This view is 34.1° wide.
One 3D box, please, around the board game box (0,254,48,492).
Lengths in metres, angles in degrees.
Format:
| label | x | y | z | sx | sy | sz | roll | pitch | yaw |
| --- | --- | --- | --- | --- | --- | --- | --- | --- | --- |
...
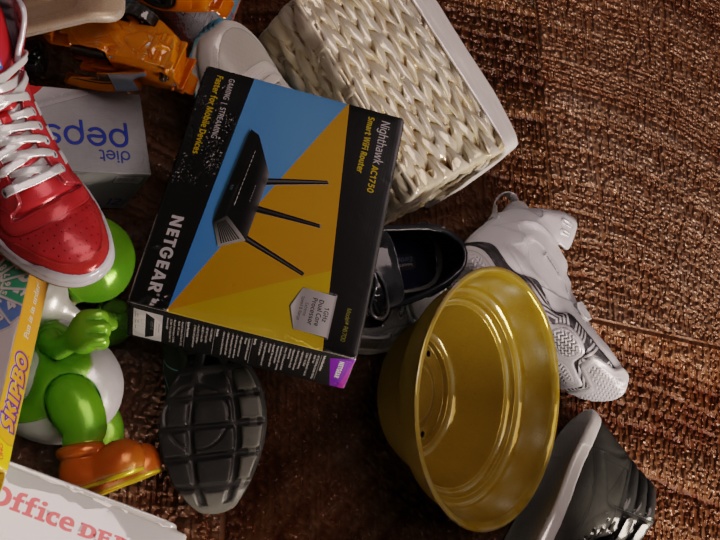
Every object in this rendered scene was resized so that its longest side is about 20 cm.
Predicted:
| label | x | y | z | sx | sy | sz | roll | pitch | yaw |
| --- | --- | --- | --- | --- | --- | --- | --- | --- | --- |
| board game box | -0.246 | 0.049 | 0.725 | 0.030 | 0.095 | 0.201 | 53 | 33 | -54 |

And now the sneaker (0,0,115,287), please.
| label | x | y | z | sx | sy | sz | roll | pitch | yaw |
| --- | --- | --- | --- | --- | --- | --- | --- | --- | --- |
| sneaker | -0.213 | -0.089 | 0.708 | 0.071 | 0.113 | 0.200 | -30 | 72 | -30 |

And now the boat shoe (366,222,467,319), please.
| label | x | y | z | sx | sy | sz | roll | pitch | yaw |
| --- | --- | --- | --- | --- | --- | --- | --- | --- | --- |
| boat shoe | 0.000 | 0.000 | 0.864 | 0.199 | 0.062 | 0.075 | -11 | 91 | -40 |

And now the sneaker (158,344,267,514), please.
| label | x | y | z | sx | sy | sz | roll | pitch | yaw |
| --- | --- | --- | --- | --- | --- | --- | --- | --- | --- |
| sneaker | -0.105 | 0.070 | 0.834 | 0.075 | 0.079 | 0.201 | -5 | 80 | -2 |

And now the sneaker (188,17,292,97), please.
| label | x | y | z | sx | sy | sz | roll | pitch | yaw |
| --- | --- | --- | --- | --- | --- | --- | --- | --- | --- |
| sneaker | -0.058 | -0.107 | 0.907 | 0.077 | 0.080 | 0.201 | -47 | 118 | -35 |

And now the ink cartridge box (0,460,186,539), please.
| label | x | y | z | sx | sy | sz | roll | pitch | yaw |
| --- | --- | --- | --- | --- | --- | --- | --- | --- | --- |
| ink cartridge box | -0.207 | 0.232 | 0.701 | 0.145 | 0.084 | 0.201 | 27 | 58 | -19 |

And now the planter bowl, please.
| label | x | y | z | sx | sy | sz | roll | pitch | yaw |
| --- | --- | --- | --- | --- | --- | --- | --- | --- | --- |
| planter bowl | 0.071 | 0.097 | 0.918 | 0.200 | 0.083 | 0.202 | 0 | 90 | -50 |

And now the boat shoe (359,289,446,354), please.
| label | x | y | z | sx | sy | sz | roll | pitch | yaw |
| --- | --- | --- | --- | --- | --- | --- | --- | --- | --- |
| boat shoe | -0.008 | 0.023 | 0.928 | 0.201 | 0.065 | 0.075 | 3 | 70 | -33 |

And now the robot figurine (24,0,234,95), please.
| label | x | y | z | sx | sy | sz | roll | pitch | yaw |
| --- | --- | --- | --- | --- | --- | --- | --- | --- | --- |
| robot figurine | -0.200 | -0.191 | 0.847 | 0.199 | 0.058 | 0.146 | 14 | 68 | 18 |

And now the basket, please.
| label | x | y | z | sx | sy | sz | roll | pitch | yaw |
| --- | --- | --- | --- | --- | --- | --- | --- | --- | --- |
| basket | 0.009 | -0.141 | 0.968 | 0.123 | 0.135 | 0.201 | -31 | 88 | -33 |

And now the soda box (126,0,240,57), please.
| label | x | y | z | sx | sy | sz | roll | pitch | yaw |
| --- | --- | --- | --- | --- | --- | --- | --- | --- | --- |
| soda box | -0.132 | -0.250 | 0.954 | 0.064 | 0.068 | 0.201 | 42 | 51 | -38 |

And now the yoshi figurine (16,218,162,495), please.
| label | x | y | z | sx | sy | sz | roll | pitch | yaw |
| --- | --- | --- | --- | --- | --- | --- | --- | --- | --- |
| yoshi figurine | -0.180 | 0.044 | 0.793 | 0.112 | 0.112 | 0.201 | -8 | 72 | -50 |

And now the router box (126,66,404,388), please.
| label | x | y | z | sx | sy | sz | roll | pitch | yaw |
| --- | --- | --- | --- | --- | --- | --- | --- | --- | --- |
| router box | -0.060 | -0.033 | 0.796 | 0.148 | 0.051 | 0.201 | 14 | 58 | -4 |

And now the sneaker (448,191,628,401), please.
| label | x | y | z | sx | sy | sz | roll | pitch | yaw |
| --- | --- | --- | --- | --- | --- | --- | --- | --- | --- |
| sneaker | 0.172 | 0.020 | 1.037 | 0.200 | 0.075 | 0.115 | 40 | 57 | -8 |

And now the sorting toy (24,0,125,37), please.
| label | x | y | z | sx | sy | sz | roll | pitch | yaw |
| --- | --- | --- | --- | --- | --- | --- | --- | --- | --- |
| sorting toy | -0.261 | -0.227 | 0.828 | 0.199 | 0.037 | 0.186 | -9 | 62 | 6 |

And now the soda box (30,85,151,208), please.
| label | x | y | z | sx | sy | sz | roll | pitch | yaw |
| --- | --- | --- | --- | --- | --- | --- | --- | --- | --- |
| soda box | -0.252 | -0.088 | 0.820 | 0.199 | 0.063 | 0.069 | 1 | 69 | -32 |

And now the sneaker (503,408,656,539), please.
| label | x | y | z | sx | sy | sz | roll | pitch | yaw |
| --- | --- | --- | --- | --- | --- | --- | --- | --- | --- |
| sneaker | 0.185 | 0.215 | 0.966 | 0.099 | 0.071 | 0.200 | 42 | 50 | -5 |
